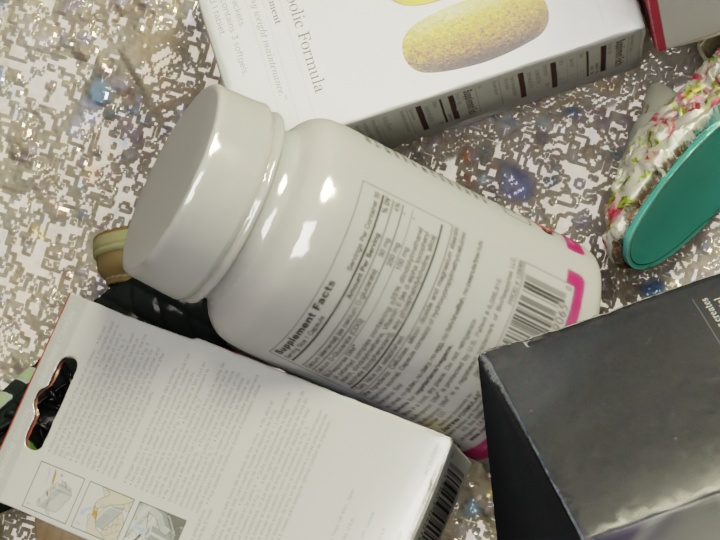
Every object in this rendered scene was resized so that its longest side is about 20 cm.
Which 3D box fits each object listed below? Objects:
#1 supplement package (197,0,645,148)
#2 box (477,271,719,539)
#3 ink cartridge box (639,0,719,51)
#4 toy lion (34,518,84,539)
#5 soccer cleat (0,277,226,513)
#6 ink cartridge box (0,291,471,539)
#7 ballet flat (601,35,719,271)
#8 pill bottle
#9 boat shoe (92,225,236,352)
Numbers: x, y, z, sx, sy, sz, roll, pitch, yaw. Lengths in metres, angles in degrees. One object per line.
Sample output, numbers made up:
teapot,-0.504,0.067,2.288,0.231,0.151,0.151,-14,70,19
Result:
supplement package,0.028,-0.129,1.332,0.199,0.110,0.114,-18,84,3
box,0.169,0.109,1.225,0.197,0.201,0.124,-19,48,-8
ink cartridge box,0.142,-0.229,1.288,0.082,0.147,0.201,-18,65,4
toy lion,-0.041,0.172,1.342,0.199,0.069,0.193,-15,91,4
soccer cleat,-0.141,0.070,1.312,0.200,0.081,0.068,-36,100,24
ink cartridge box,-0.062,0.096,1.245,0.199,0.050,0.109,21,80,19
ballet flat,0.180,-0.085,1.346,0.200,0.076,0.064,-46,52,-4
pill bottle,0.000,0.000,1.250,0.199,0.113,0.114,26,87,-16
boat shoe,-0.037,0.017,1.343,0.199,0.073,0.063,9,83,5
